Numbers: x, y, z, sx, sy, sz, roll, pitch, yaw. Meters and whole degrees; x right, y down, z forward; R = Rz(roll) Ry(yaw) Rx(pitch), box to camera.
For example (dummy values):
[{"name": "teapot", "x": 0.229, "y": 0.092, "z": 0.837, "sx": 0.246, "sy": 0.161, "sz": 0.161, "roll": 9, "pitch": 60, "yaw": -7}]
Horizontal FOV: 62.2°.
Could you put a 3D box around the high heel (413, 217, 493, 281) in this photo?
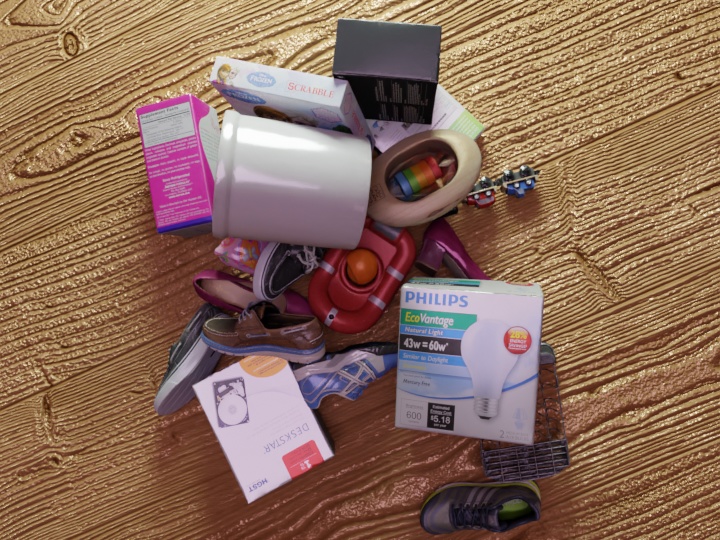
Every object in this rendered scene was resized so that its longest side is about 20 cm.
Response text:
[{"name": "high heel", "x": 0.186, "y": -0.006, "z": 0.947, "sx": 0.198, "sy": 0.067, "sz": 0.097, "roll": 31, "pitch": 69, "yaw": -5}]

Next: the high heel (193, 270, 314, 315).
[{"name": "high heel", "x": -0.168, "y": 0.051, "z": 0.948, "sx": 0.196, "sy": 0.096, "sz": 0.069, "roll": 14, "pitch": 89, "yaw": 5}]

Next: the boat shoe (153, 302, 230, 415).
[{"name": "boat shoe", "x": -0.282, "y": 0.144, "z": 0.987, "sx": 0.071, "sy": 0.072, "sz": 0.201, "roll": 39, "pitch": 94, "yaw": 27}]

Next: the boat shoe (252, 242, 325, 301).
[{"name": "boat shoe", "x": -0.087, "y": -0.032, "z": 0.923, "sx": 0.067, "sy": 0.074, "sz": 0.200, "roll": 17, "pitch": 58, "yaw": 38}]

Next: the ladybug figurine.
[{"name": "ladybug figurine", "x": 0.090, "y": -0.132, "z": 0.905, "sx": 0.197, "sy": 0.072, "sz": 0.137, "roll": -25, "pitch": 69, "yaw": 2}]

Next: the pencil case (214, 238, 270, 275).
[{"name": "pencil case", "x": -0.153, "y": -0.094, "z": 0.941, "sx": 0.086, "sy": 0.088, "sz": 0.203, "roll": 22, "pitch": 80, "yaw": 5}]

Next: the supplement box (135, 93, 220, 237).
[{"name": "supplement box", "x": -0.278, "y": -0.164, "z": 0.963, "sx": 0.101, "sy": 0.101, "sz": 0.204, "roll": -10, "pitch": 88, "yaw": 10}]

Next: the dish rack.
[{"name": "dish rack", "x": 0.247, "y": 0.225, "z": 0.940, "sx": 0.150, "sy": 0.055, "sz": 0.204, "roll": -10, "pitch": 90, "yaw": 6}]

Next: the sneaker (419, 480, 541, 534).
[{"name": "sneaker", "x": 0.187, "y": 0.371, "z": 0.928, "sx": 0.196, "sy": 0.081, "sz": 0.075, "roll": -16, "pitch": 88, "yaw": 5}]

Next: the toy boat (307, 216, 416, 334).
[{"name": "toy boat", "x": 0.000, "y": 0.000, "z": 0.918, "sx": 0.129, "sy": 0.131, "sz": 0.202, "roll": 32, "pitch": 86, "yaw": 5}]

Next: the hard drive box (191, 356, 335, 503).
[{"name": "hard drive box", "x": -0.151, "y": 0.233, "z": 0.952, "sx": 0.154, "sy": 0.077, "sz": 0.202, "roll": -28, "pitch": 88, "yaw": -5}]

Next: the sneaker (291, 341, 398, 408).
[{"name": "sneaker", "x": -0.007, "y": 0.158, "z": 0.937, "sx": 0.196, "sy": 0.076, "sz": 0.079, "roll": -11, "pitch": 88, "yaw": -14}]

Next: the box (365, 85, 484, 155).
[{"name": "box", "x": 0.082, "y": -0.241, "z": 0.968, "sx": 0.200, "sy": 0.036, "sz": 0.144, "roll": 44, "pitch": 93, "yaw": 5}]

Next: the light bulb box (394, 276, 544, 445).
[{"name": "light bulb box", "x": 0.156, "y": 0.119, "z": 0.854, "sx": 0.194, "sy": 0.125, "sz": 0.204, "roll": 3, "pitch": 96, "yaw": 14}]

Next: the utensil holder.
[{"name": "utensil holder", "x": -0.095, "y": -0.120, "z": 0.825, "sx": 0.196, "sy": 0.170, "sz": 0.173, "roll": 6, "pitch": 90, "yaw": -10}]

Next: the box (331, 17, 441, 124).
[{"name": "box", "x": 0.041, "y": -0.277, "z": 0.854, "sx": 0.138, "sy": 0.200, "sz": 0.081, "roll": 4, "pitch": 89, "yaw": 4}]

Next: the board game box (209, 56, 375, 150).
[{"name": "board game box", "x": -0.091, "y": -0.232, "z": 0.883, "sx": 0.197, "sy": 0.199, "sz": 0.042, "roll": 15, "pitch": 82, "yaw": 15}]

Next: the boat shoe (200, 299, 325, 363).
[{"name": "boat shoe", "x": -0.147, "y": 0.083, "z": 0.892, "sx": 0.196, "sy": 0.072, "sz": 0.074, "roll": 4, "pitch": 114, "yaw": 11}]

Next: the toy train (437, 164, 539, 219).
[{"name": "toy train", "x": 0.192, "y": -0.121, "z": 0.948, "sx": 0.196, "sy": 0.034, "sz": 0.047, "roll": -16, "pitch": 80, "yaw": 0}]
